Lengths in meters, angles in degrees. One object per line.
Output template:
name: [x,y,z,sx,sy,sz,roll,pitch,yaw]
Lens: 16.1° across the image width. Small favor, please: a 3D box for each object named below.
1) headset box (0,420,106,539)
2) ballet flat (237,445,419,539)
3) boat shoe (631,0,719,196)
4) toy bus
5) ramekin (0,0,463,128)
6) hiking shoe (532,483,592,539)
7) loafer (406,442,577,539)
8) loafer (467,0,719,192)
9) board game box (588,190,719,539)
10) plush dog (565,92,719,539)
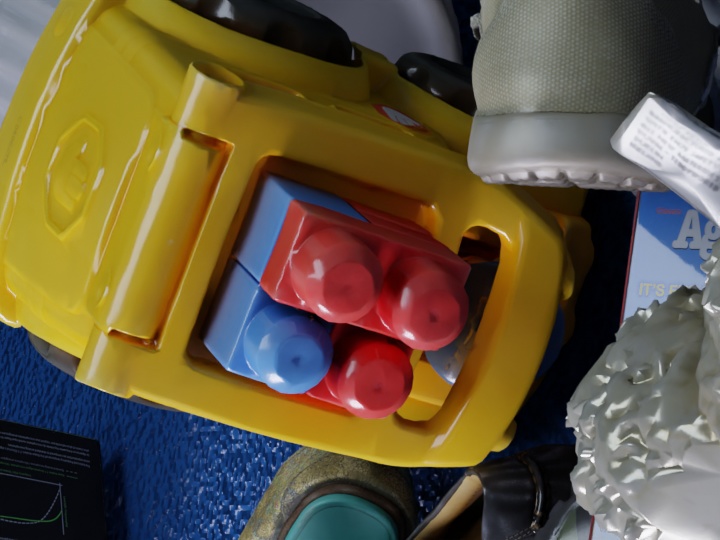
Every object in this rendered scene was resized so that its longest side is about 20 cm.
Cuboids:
headset box: [-0.185,0.193,1.115,0.174,0.092,0.201,-43,45,42]
ballet flat: [-0.036,0.141,0.950,0.201,0.070,0.071,-60,35,25]
boat shoe: [0.072,-0.087,0.854,0.071,0.069,0.200,-57,37,23]
toy bus: [0.000,0.000,0.791,0.192,0.199,0.137,37,107,63]
ramekin: [-0.054,-0.063,0.935,0.105,0.199,0.202,30,104,48]
hiking shoe: [0.126,0.050,0.729,0.100,0.075,0.201,35,108,38]
loafer: [0.019,0.120,0.850,0.200,0.072,0.073,-53,40,34]
loafer: [0.067,-0.061,0.704,0.200,0.075,0.069,-63,-21,-82]
board game box: [0.155,0.032,0.650,0.199,0.019,0.104,4,81,35]
plush dog: [0.145,-0.031,0.533,0.198,0.172,0.162,0,119,22]
